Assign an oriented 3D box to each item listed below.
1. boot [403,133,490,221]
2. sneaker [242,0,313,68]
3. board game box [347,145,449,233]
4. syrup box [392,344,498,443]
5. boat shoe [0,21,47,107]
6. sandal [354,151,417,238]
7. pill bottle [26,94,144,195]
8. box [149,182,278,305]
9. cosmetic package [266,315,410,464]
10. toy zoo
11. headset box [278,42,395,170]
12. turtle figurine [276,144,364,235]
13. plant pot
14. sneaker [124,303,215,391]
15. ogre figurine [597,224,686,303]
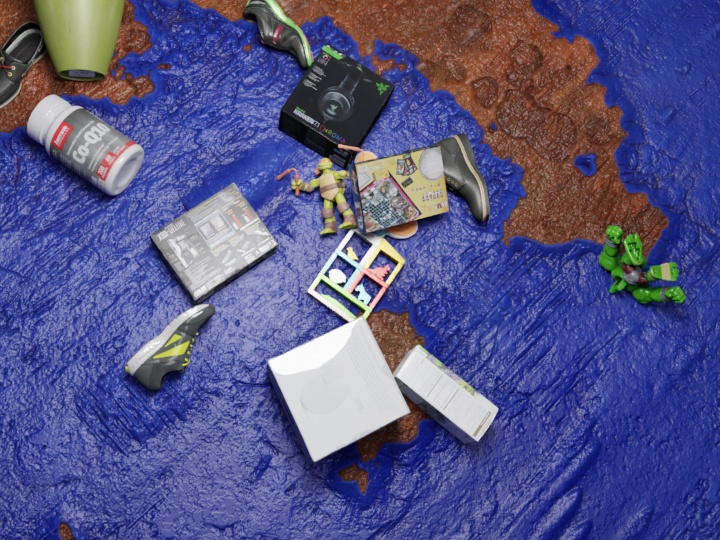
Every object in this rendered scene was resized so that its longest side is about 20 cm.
[{"bbox_3d":[0.182,-0.181,1.642,0.137,0.078,0.201,-14,66,-8],"label":"boot"},{"bbox_3d":[-0.173,-0.499,1.670,0.084,0.077,0.200,-42,82,0],"label":"sneaker"},{"bbox_3d":[0.078,-0.163,1.557,0.199,0.035,0.137,-15,104,-26],"label":"board game box"},{"bbox_3d":[0.159,0.241,1.514,0.199,0.079,0.082,38,72,2],"label":"syrup box"},{"bbox_3d":[-0.695,-0.408,1.555,0.073,0.063,0.202,31,74,-2],"label":"boat shoe"},{"bbox_3d":[0.049,-0.160,1.613,0.079,0.059,0.208,-28,82,-15],"label":"sandal"},{"bbox_3d":[-0.530,-0.243,1.510,0.199,0.114,0.114,33,72,0],"label":"pill bottle"},{"bbox_3d":[-0.285,-0.053,1.533,0.199,0.050,0.158,-36,83,-17],"label":"box"},{"bbox_3d":[-0.046,0.224,1.461,0.199,0.123,0.201,-24,80,-13],"label":"cosmetic package"},{"bbox_3d":[0.000,0.000,1.576,0.131,0.020,0.201,35,76,1],"label":"toy zoo"},{"bbox_3d":[-0.047,-0.345,1.630,0.173,0.093,0.201,32,72,-1],"label":"headset box"},{"bbox_3d":[-0.067,-0.157,1.583,0.198,0.064,0.163,-13,86,20],"label":"turtle figurine"},{"bbox_3d":[-0.557,-0.486,1.550,0.185,0.187,0.202,-1,89,-10],"label":"plant pot"},{"bbox_3d":[-0.341,0.143,1.467,0.200,0.074,0.085,-42,91,-8],"label":"sneaker"},{"bbox_3d":[0.569,-0.001,1.627,0.199,0.120,0.099,27,68,-3],"label":"ogre figurine"}]
